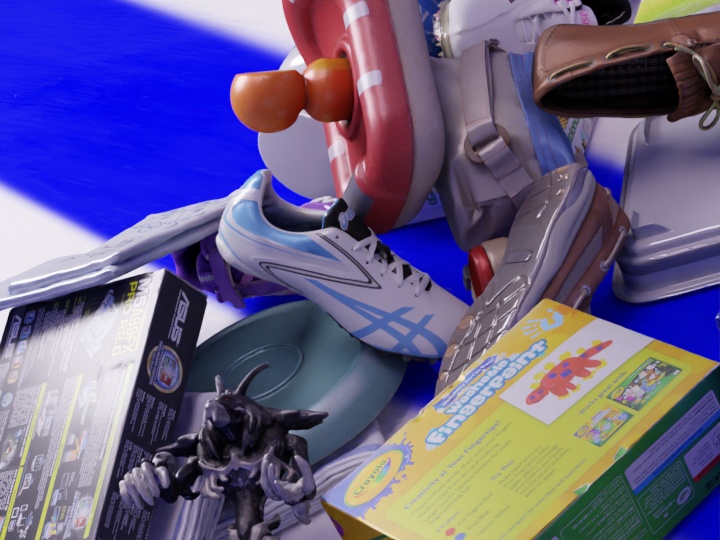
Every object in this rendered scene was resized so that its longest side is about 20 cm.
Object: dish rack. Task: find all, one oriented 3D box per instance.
[{"bbox_3d":[0.247,-0.068,1.718,0.171,0.044,0.201,-17,31,22],"label":"dish rack"}]

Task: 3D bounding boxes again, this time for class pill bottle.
[{"bbox_3d":[0.004,-0.145,1.903,0.112,0.113,0.201,-5,39,35],"label":"pill bottle"}]

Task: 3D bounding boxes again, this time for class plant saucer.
[{"bbox_3d":[-0.064,0.078,1.734,0.199,0.028,0.201,-20,28,11],"label":"plant saucer"}]

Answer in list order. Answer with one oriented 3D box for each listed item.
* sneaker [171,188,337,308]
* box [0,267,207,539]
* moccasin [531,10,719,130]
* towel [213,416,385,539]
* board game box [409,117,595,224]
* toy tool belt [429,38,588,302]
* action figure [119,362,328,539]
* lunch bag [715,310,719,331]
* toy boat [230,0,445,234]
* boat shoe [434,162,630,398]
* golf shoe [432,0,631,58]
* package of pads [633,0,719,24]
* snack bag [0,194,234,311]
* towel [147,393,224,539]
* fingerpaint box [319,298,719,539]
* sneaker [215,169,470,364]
[{"bbox_3d":[-0.068,-0.007,1.837,0.088,0.081,0.200,-21,17,-33],"label":"sneaker"},{"bbox_3d":[-0.189,0.107,1.674,0.159,0.044,0.201,-14,53,40],"label":"box"},{"bbox_3d":[0.213,-0.130,1.699,0.200,0.074,0.078,2,43,3],"label":"moccasin"},{"bbox_3d":[-0.062,0.110,1.728,0.146,0.024,0.200,-27,30,3],"label":"towel"},{"bbox_3d":[0.075,-0.090,1.905,0.199,0.035,0.127,-12,34,27],"label":"board game box"},{"bbox_3d":[0.115,-0.069,1.746,0.122,0.125,0.201,-14,55,-5],"label":"toy tool belt"},{"bbox_3d":[-0.076,0.141,1.545,0.118,0.102,0.201,-12,65,13],"label":"action figure"},{"bbox_3d":[0.330,0.030,1.476,0.199,0.095,0.151,11,46,32],"label":"lunch bag"},{"bbox_3d":[-0.025,-0.124,1.742,0.130,0.131,0.201,-4,65,-16],"label":"toy boat"},{"bbox_3d":[0.116,0.030,1.645,0.201,0.072,0.076,-61,22,-10],"label":"boat shoe"},{"bbox_3d":[0.126,-0.186,1.906,0.092,0.073,0.200,-9,8,35],"label":"golf shoe"},{"bbox_3d":[0.295,-0.197,1.821,0.199,0.069,0.155,-19,17,18],"label":"package of pads"},{"bbox_3d":[-0.192,-0.007,1.792,0.199,0.022,0.188,-15,8,34],"label":"snack bag"},{"bbox_3d":[-0.162,0.147,1.681,0.199,0.024,0.148,-3,62,44],"label":"towel"},{"bbox_3d":[0.105,0.122,1.517,0.200,0.074,0.166,-41,33,-21],"label":"fingerpaint box"},{"bbox_3d":[0.000,0.000,1.701,0.073,0.199,0.072,-64,-2,25],"label":"sneaker"}]
